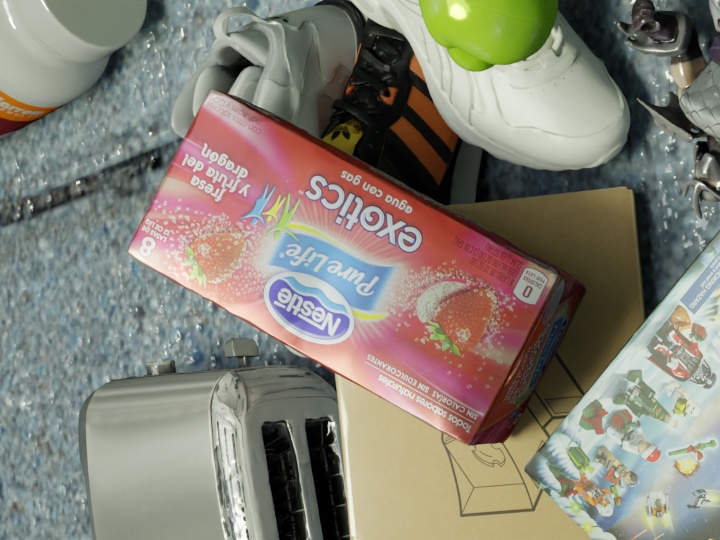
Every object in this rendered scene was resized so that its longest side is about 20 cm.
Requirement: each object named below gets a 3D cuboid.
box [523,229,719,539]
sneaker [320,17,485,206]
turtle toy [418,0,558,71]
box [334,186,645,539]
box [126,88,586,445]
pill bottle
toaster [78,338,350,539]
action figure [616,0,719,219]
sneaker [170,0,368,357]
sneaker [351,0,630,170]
[{"bbox_3d":[0.185,0.072,1.349,0.137,0.040,0.200,44,121,13],"label":"box"},{"bbox_3d":[0.017,-0.082,1.499,0.070,0.090,0.201,10,99,44],"label":"sneaker"},{"bbox_3d":[0.066,-0.194,1.340,0.101,0.145,0.201,-27,58,54],"label":"turtle toy"},{"bbox_3d":[0.067,0.065,1.447,0.163,0.021,0.201,-5,88,11],"label":"box"},{"bbox_3d":[0.000,0.000,1.401,0.199,0.100,0.096,29,93,13],"label":"box"},{"bbox_3d":[-0.223,-0.139,1.718,0.200,0.113,0.114,-23,76,43],"label":"pill bottle"},{"bbox_3d":[-0.073,0.142,1.584,0.129,0.113,0.201,-15,79,42],"label":"toaster"},{"bbox_3d":[0.185,-0.118,1.350,0.130,0.069,0.201,27,115,31],"label":"action figure"},{"bbox_3d":[-0.046,-0.050,1.545,0.075,0.115,0.201,14,101,44],"label":"sneaker"},{"bbox_3d":[0.059,-0.133,1.424,0.200,0.078,0.099,44,155,12],"label":"sneaker"}]
